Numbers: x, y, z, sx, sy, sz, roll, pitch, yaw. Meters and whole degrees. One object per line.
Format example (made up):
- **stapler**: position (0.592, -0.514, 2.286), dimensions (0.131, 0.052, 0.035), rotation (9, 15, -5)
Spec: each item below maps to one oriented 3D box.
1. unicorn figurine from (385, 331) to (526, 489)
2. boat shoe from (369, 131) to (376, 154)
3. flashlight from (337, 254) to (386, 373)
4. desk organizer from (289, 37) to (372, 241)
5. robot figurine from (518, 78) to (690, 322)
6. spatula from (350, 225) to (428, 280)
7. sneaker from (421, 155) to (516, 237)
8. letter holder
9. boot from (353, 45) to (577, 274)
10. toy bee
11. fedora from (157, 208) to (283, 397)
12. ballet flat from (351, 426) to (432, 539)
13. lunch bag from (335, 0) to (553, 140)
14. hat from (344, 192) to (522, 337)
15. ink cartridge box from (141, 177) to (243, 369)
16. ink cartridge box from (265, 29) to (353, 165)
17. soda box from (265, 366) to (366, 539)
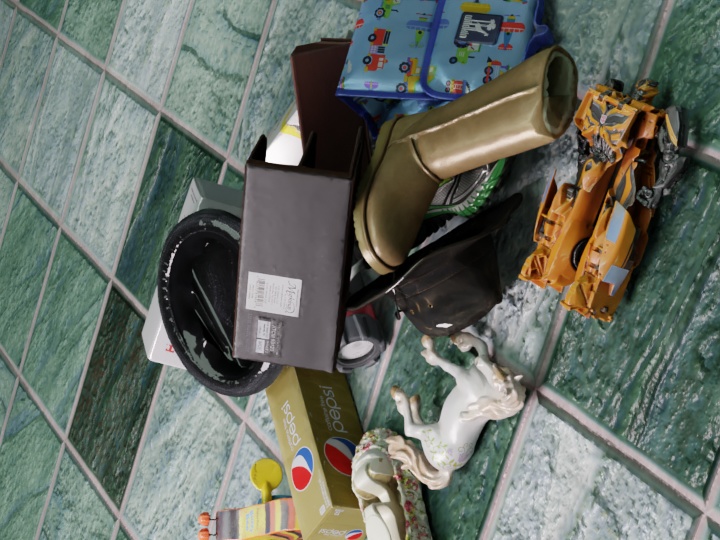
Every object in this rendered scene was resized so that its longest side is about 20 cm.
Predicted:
- **unicorn figurine**: position (0.094, 0.119, 1.555), dimensions (0.138, 0.073, 0.202), rotation (50, 138, 43)
- **boat shoe**: position (0.034, -0.132, 1.736), dimensions (0.200, 0.070, 0.072), rotation (-25, 49, 49)
- **flashlight**: position (-0.028, 0.009, 1.776), dimensions (0.068, 0.067, 0.201), rotation (74, 178, -57)
- **desk organizer**: position (-0.039, -0.126, 1.678), dimensions (0.071, 0.076, 0.202), rotation (14, 115, 58)
- **robot figurine**: position (0.207, -0.068, 1.425), dimensions (0.145, 0.058, 0.202), rotation (35, 111, 56)
- **spatula**: position (0.000, 0.000, 1.687), dimensions (0.199, 0.020, 0.057), rotation (-32, 48, 44)
- **sneaker**: position (0.079, -0.094, 1.599), dimensions (0.199, 0.085, 0.078), rotation (-29, 25, 51)
- **letter holder**: position (-0.055, -0.031, 1.592), dimensions (0.142, 0.099, 0.202), rotation (-75, -8, -63)
- **boot**: position (0.091, -0.099, 1.483), dimensions (0.199, 0.066, 0.177), rotation (-18, 51, 39)
- **toy bee**: position (-0.114, 0.283, 1.801), dimensions (0.200, 0.108, 0.132), rotation (-51, 43, 39)
- **fedora**: position (-0.127, 0.030, 1.792), dimensions (0.199, 0.091, 0.203), rotation (8, 104, 36)
- **ballet flat**: position (0.026, 0.226, 1.625), dimensions (0.076, 0.064, 0.201), rotation (-41, 45, 22)
- **lunch bag**: position (0.095, -0.214, 1.611), dimensions (0.198, 0.094, 0.152), rotation (1, 65, 33)
- **hat**: position (0.084, 0.012, 1.556), dimensions (0.200, 0.200, 0.081), rotation (-28, 94, 53)
- **ink cartridge box**: position (-0.148, 0.016, 1.893), dimensions (0.084, 0.143, 0.202), rotation (-121, 49, -67)
- **ink cartridge box**: position (-0.053, -0.149, 1.802), dimensions (0.200, 0.067, 0.117), rotation (-50, 9, 24)
- **soda box**: position (-0.039, 0.185, 1.744), dimensions (0.064, 0.067, 0.201), rotation (-54, 38, 35)
